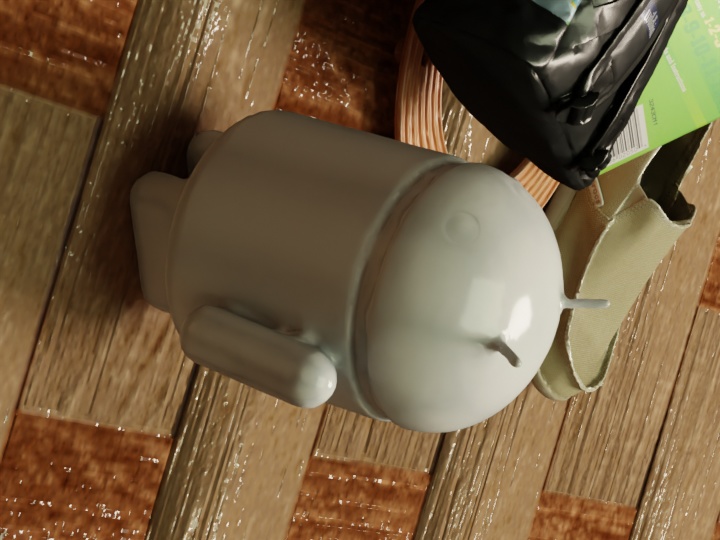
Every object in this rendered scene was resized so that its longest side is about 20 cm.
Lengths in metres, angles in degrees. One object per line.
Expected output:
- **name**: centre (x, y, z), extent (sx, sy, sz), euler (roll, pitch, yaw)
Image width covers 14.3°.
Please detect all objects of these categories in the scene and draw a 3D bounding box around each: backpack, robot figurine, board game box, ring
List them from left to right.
- **robot figurine**: centre (0.000, 0.000, 1.193), extent (0.170, 0.200, 0.113), euler (-43, 138, -40)
- **ring**: centre (0.069, -0.106, 1.435), extent (0.200, 0.019, 0.201), euler (-31, 129, -48)
- **backpack**: centre (0.103, -0.164, 1.318), extent (0.200, 0.154, 0.163), euler (-51, 157, -5)
- **board game box**: centre (0.186, -0.126, 1.481), extent (0.200, 0.030, 0.096), euler (-24, 127, -14)

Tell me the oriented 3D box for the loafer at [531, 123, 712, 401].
- **loafer**: centre (0.138, -0.023, 1.537), extent (0.076, 0.068, 0.200), euler (4, 100, -59)
